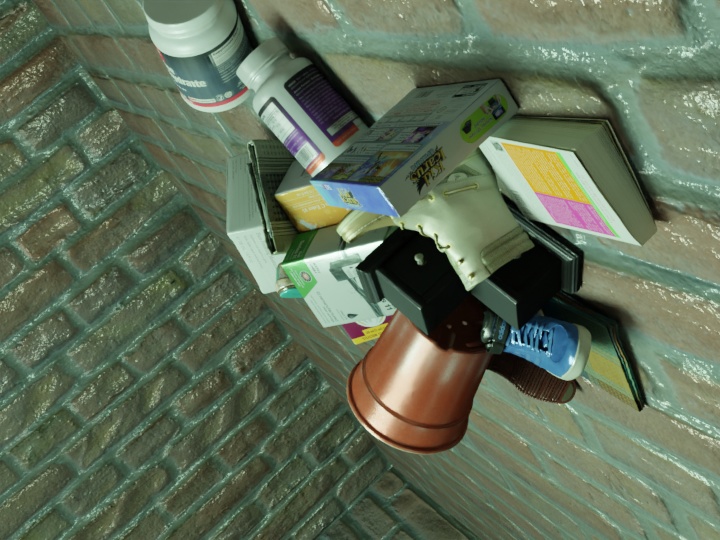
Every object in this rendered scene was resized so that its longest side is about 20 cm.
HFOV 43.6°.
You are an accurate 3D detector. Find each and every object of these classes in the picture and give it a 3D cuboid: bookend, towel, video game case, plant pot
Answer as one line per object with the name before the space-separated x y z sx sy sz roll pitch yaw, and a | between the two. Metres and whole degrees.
bookend | 0.136 0.009 1.135 0.199 0.200 0.092 41 166 29
towel | 0.313 0.102 1.232 0.147 0.022 0.200 35 164 47
video game case | 0.054 -0.139 1.013 0.045 0.181 0.200 53 166 -21
plant pot | 0.103 0.131 1.332 0.201 0.201 0.195 42 131 24
towel | -0.118 -0.126 1.504 0.200 0.034 0.193 -12 -90 -61

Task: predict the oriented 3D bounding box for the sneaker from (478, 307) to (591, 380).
sneaker | 0.216 0.087 1.174 0.111 0.077 0.200 15 -176 -10

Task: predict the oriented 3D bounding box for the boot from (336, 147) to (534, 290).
boot | 0.086 -0.042 1.061 0.155 0.200 0.072 61 -172 -1

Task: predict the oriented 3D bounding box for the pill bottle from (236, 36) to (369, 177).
pill bottle | -0.087 -0.240 1.324 0.200 0.111 0.111 49 167 -3

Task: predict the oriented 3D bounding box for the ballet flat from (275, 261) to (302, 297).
ballet flat | -0.067 0.015 1.559 0.200 0.068 0.067 11 -124 -48

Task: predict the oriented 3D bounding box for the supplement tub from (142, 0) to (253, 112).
supplement tub | -0.250 -0.362 1.427 0.140 0.140 0.200 41 165 29

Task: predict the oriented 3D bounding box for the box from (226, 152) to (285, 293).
box | -0.163 -0.099 1.731 0.199 0.130 0.200 66 -166 -51

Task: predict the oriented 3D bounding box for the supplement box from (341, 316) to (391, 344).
supplement box | 0.006 0.025 1.681 0.200 0.131 0.103 56 -152 -33

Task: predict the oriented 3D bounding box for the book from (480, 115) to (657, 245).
book | 0.208 -0.096 0.948 0.134 0.048 0.200 53 168 -25

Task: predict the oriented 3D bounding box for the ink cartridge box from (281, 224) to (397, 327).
ink cartridge box | 0.000 0.000 1.424 0.200 0.083 0.147 -13 123 32

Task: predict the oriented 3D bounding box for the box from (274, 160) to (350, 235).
box | -0.028 -0.091 1.482 0.124 0.098 0.200 -13 127 32

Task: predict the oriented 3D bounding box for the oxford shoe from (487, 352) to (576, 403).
oxford shoe | 0.250 0.147 1.435 0.200 0.071 0.075 29 -174 7
